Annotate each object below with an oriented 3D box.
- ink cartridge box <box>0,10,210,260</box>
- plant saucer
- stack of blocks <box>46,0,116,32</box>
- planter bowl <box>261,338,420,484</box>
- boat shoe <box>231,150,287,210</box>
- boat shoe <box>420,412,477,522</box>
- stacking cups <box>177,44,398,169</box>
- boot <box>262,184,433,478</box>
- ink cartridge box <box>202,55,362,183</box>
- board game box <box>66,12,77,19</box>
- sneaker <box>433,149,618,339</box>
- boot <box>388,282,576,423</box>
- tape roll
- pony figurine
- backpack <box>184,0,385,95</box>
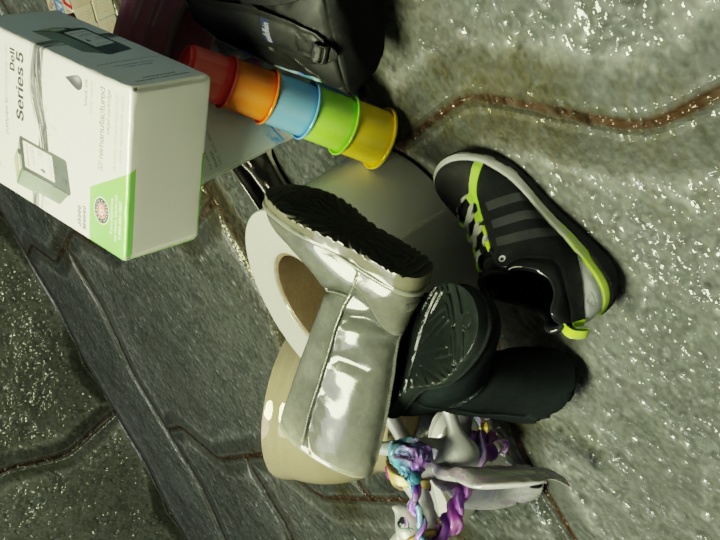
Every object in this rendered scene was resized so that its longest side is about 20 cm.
[{"bbox_3d":[-0.227,-0.119,0.812,0.199,0.084,0.147,27,122,31],"label":"ink cartridge box"},{"bbox_3d":[-0.197,-0.241,1.007,0.050,0.202,0.201,19,146,3],"label":"plant saucer"},{"bbox_3d":[-0.377,-0.399,1.266,0.115,0.058,0.201,36,147,37],"label":"stack of blocks"},{"bbox_3d":[-0.007,0.154,1.101,0.134,0.201,0.201,12,135,20],"label":"planter bowl"},{"bbox_3d":[-0.111,-0.085,1.143,0.201,0.057,0.067,61,154,-5],"label":"boat shoe"},{"bbox_3d":[0.095,0.216,1.107,0.068,0.072,0.201,37,156,37],"label":"boat shoe"},{"bbox_3d":[-0.066,-0.146,0.853,0.060,0.199,0.061,-41,41,49],"label":"stacking cups"},{"bbox_3d":[-0.032,0.050,0.814,0.181,0.072,0.201,37,128,30],"label":"boot"},{"bbox_3d":[-0.123,-0.151,0.929,0.144,0.199,0.085,3,121,59],"label":"ink cartridge box"},{"bbox_3d":[-0.234,-0.129,0.908,0.201,0.019,0.103,61,154,5],"label":"board game box"},{"bbox_3d":[0.117,-0.023,0.780,0.200,0.083,0.072,42,150,29],"label":"sneaker"},{"bbox_3d":[0.114,0.075,0.818,0.200,0.167,0.077,129,139,-54],"label":"boot"},{"bbox_3d":[0.000,0.000,0.948,0.202,0.139,0.204,40,148,32],"label":"tape roll"},{"bbox_3d":[0.092,0.186,0.957,0.167,0.191,0.202,88,170,-68],"label":"pony figurine"},{"bbox_3d":[-0.075,-0.255,0.826,0.199,0.154,0.164,10,135,29],"label":"backpack"}]
